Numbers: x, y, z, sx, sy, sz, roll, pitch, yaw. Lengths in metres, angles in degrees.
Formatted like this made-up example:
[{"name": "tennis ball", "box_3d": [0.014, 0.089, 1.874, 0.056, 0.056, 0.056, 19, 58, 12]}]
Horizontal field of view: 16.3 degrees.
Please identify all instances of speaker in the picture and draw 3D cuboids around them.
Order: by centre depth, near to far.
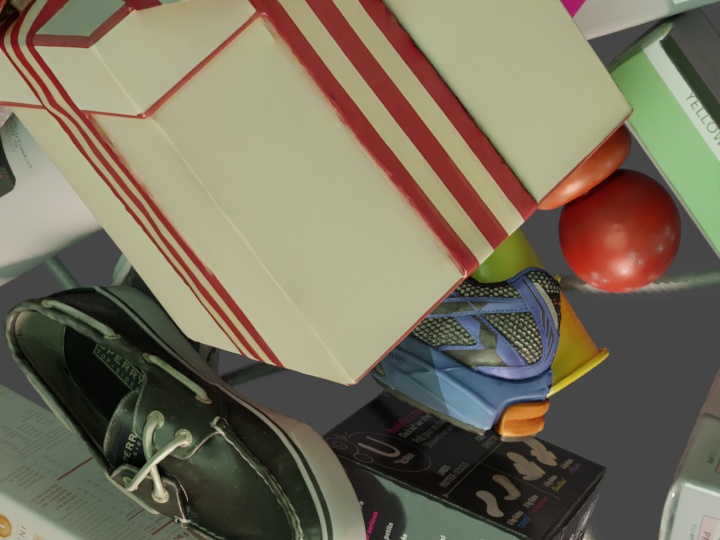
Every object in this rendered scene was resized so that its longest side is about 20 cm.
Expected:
[{"name": "speaker", "box_3d": [-0.156, -0.040, 1.113, 0.200, 0.081, 0.082, -24, 96, 48]}]

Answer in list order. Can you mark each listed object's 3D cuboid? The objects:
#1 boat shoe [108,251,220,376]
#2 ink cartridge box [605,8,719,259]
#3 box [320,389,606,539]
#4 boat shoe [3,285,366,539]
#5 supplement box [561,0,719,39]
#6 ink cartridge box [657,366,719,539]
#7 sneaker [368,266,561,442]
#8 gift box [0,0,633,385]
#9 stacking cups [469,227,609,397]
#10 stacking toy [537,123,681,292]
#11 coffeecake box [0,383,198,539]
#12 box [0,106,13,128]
[{"name": "boat shoe", "box_3d": [-0.101, 0.047, 1.165, 0.070, 0.069, 0.201, 15, 105, 12]}, {"name": "ink cartridge box", "box_3d": [0.152, -0.032, 1.008, 0.048, 0.200, 0.146, -35, 92, 17]}, {"name": "box", "box_3d": [0.015, 0.170, 1.128, 0.114, 0.132, 0.201, 23, 107, 13]}, {"name": "boat shoe", "box_3d": [-0.080, 0.075, 1.064, 0.200, 0.063, 0.071, 38, 114, 35]}, {"name": "supplement box", "box_3d": [0.170, -0.171, 1.026, 0.199, 0.103, 0.102, -15, 99, 20]}, {"name": "ink cartridge box", "box_3d": [0.232, 0.102, 1.037, 0.199, 0.163, 0.057, 12, 110, 13]}, {"name": "sneaker", "box_3d": [0.000, 0.000, 1.080, 0.199, 0.075, 0.079, 24, 96, 9]}, {"name": "gift box", "box_3d": [-0.023, -0.089, 0.941, 0.185, 0.200, 0.187, -46, 111, -21]}, {"name": "stacking cups", "box_3d": [0.034, -0.031, 1.123, 0.060, 0.060, 0.201, -33, 87, 20]}, {"name": "stacking toy", "box_3d": [0.071, -0.077, 1.089, 0.085, 0.085, 0.201, -30, 97, 19]}, {"name": "coffeecake box", "box_3d": [-0.146, 0.156, 1.162, 0.199, 0.073, 0.154, 27, 122, 22]}, {"name": "box", "box_3d": [-0.203, -0.088, 1.102, 0.047, 0.200, 0.194, 27, 112, -27]}]
